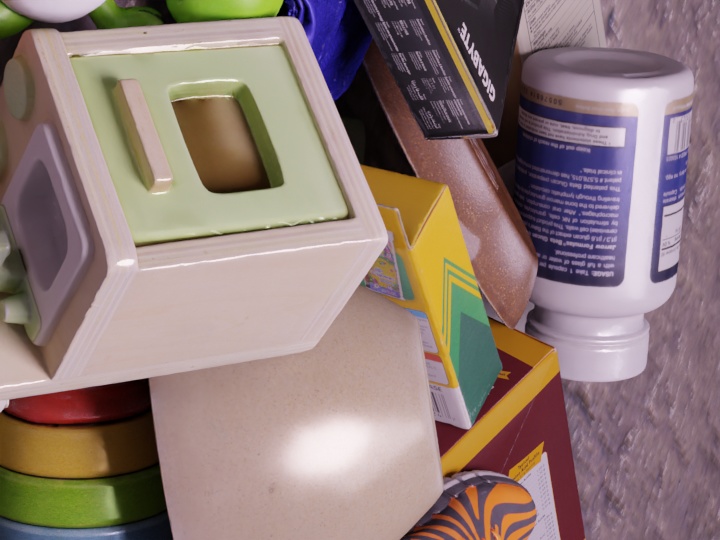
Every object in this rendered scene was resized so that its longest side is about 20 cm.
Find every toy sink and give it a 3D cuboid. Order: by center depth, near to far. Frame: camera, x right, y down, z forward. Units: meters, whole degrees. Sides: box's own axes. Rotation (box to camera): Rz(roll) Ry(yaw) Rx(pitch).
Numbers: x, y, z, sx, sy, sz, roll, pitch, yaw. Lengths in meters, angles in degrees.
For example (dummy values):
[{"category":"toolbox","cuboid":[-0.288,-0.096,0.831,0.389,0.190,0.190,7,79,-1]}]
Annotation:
[{"category":"toy sink","cuboid":[-0.109,-0.032,1.042,0.199,0.131,0.112,-7,152,-29]}]

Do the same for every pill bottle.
[{"category":"pill bottle","cuboid":[0.152,-0.036,1.461,0.111,0.110,0.202,-21,119,-55]}]

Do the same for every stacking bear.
[{"category":"stacking bear","cuboid":[-0.148,0.087,1.165,0.121,0.113,0.202,-28,121,-62]}]

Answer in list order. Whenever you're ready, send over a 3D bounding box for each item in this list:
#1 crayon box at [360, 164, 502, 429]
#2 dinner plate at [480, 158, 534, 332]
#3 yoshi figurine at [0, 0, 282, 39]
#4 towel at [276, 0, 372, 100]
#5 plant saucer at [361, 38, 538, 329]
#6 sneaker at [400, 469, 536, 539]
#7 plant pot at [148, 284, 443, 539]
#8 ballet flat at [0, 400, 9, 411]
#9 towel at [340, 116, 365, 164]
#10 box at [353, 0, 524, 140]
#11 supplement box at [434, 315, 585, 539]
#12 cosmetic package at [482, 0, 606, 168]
[{"category":"crayon box","cuboid":[0.000,0.000,1.300,0.052,0.125,0.201,-59,149,-29]},{"category":"dinner plate","cuboid":[0.132,-0.007,1.568,0.199,0.024,0.201,-16,138,-15]},{"category":"yoshi figurine","cuboid":[-0.111,-0.137,1.061,0.199,0.112,0.113,-24,118,-33]},{"category":"towel","cuboid":[-0.027,-0.126,1.233,0.148,0.049,0.200,-57,177,33]},{"category":"plant saucer","cuboid":[0.060,-0.061,1.383,0.036,0.201,0.201,-28,146,6]},{"category":"sneaker","cuboid":[0.056,0.181,1.282,0.199,0.112,0.078,-19,125,-44]},{"category":"plant pot","cuboid":[-0.029,0.079,1.180,0.200,0.133,0.202,-10,90,-88]},{"category":"ballet flat","cuboid":[-0.204,0.079,1.101,0.072,0.071,0.201,17,89,-61]},{"category":"towel","cuboid":[-0.058,-0.020,1.341,0.200,0.031,0.150,-6,110,-59]},{"category":"box","cuboid":[0.039,-0.193,1.212,0.200,0.049,0.161,60,35,-50]},{"category":"supplement box","cuboid":[0.025,0.151,1.435,0.197,0.132,0.201,-42,139,-29]},{"category":"cosmetic package","cuboid":[0.109,-0.155,1.520,0.105,0.071,0.201,-50,143,-33]}]
